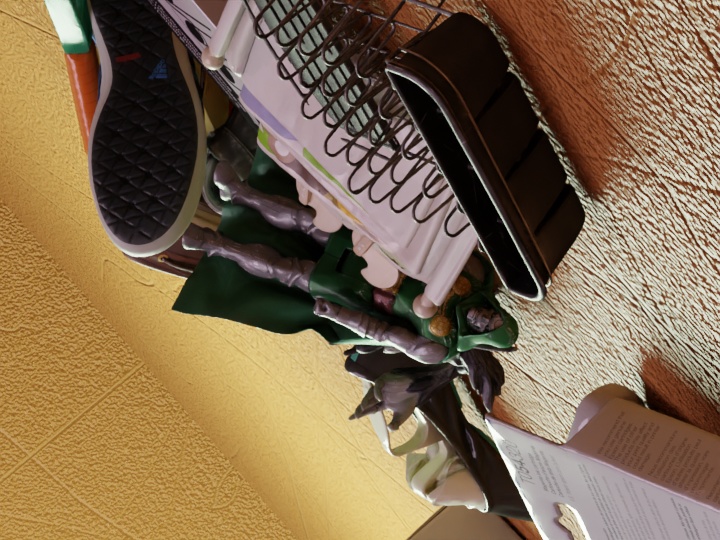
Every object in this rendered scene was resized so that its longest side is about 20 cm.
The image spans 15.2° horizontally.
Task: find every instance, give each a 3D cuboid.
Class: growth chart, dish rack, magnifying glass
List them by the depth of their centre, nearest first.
[{"bbox_3d":[0.011,-0.078,1.267,0.200,0.055,0.153,26,154,44],"label":"dish rack"},{"bbox_3d":[-0.009,-0.072,1.406,0.200,0.018,0.145,48,147,4],"label":"growth chart"},{"bbox_3d":[-0.173,-0.154,1.634,0.080,0.022,0.200,-88,-6,-51],"label":"magnifying glass"}]

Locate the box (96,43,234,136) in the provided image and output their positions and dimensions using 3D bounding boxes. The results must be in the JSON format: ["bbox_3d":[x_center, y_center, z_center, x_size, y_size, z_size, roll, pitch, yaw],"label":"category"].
[{"bbox_3d":[-0.116,-0.087,1.784,0.200,0.075,0.050,67,-156,-60],"label":"box"}]

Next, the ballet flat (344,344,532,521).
[{"bbox_3d":[0.051,0.111,1.817,0.200,0.068,0.068,54,169,-26],"label":"ballet flat"}]

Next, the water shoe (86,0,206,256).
[{"bbox_3d":[-0.123,-0.101,1.633,0.079,0.071,0.200,56,-150,-73],"label":"water shoe"}]

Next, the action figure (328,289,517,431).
[{"bbox_3d":[0.018,0.032,1.570,0.119,0.102,0.200,65,165,-14],"label":"action figure"}]

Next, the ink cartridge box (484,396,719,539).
[{"bbox_3d":[0.173,0.136,1.290,0.200,0.043,0.196,23,158,30],"label":"ink cartridge box"}]

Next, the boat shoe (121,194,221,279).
[{"bbox_3d":[-0.073,-0.004,1.781,0.200,0.068,0.072,27,-166,-34],"label":"boat shoe"}]

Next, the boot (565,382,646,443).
[{"bbox_3d":[0.159,0.135,1.459,0.096,0.073,0.200,51,164,32],"label":"boot"}]

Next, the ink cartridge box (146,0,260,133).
[{"bbox_3d":[-0.099,-0.171,1.499,0.200,0.044,0.094,50,169,2],"label":"ink cartridge box"}]

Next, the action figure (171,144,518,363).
[{"bbox_3d":[0.000,0.000,1.490,0.200,0.118,0.055,21,173,22],"label":"action figure"}]

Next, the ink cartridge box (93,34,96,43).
[{"bbox_3d":[-0.137,-0.116,1.899,0.099,0.039,0.200,39,166,45],"label":"ink cartridge box"}]

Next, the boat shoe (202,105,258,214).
[{"bbox_3d":[-0.071,-0.067,1.684,0.072,0.071,0.200,48,171,12],"label":"boat shoe"}]

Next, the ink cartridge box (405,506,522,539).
[{"bbox_3d":[0.114,0.277,2.106,0.146,0.083,0.200,45,168,26],"label":"ink cartridge box"}]
